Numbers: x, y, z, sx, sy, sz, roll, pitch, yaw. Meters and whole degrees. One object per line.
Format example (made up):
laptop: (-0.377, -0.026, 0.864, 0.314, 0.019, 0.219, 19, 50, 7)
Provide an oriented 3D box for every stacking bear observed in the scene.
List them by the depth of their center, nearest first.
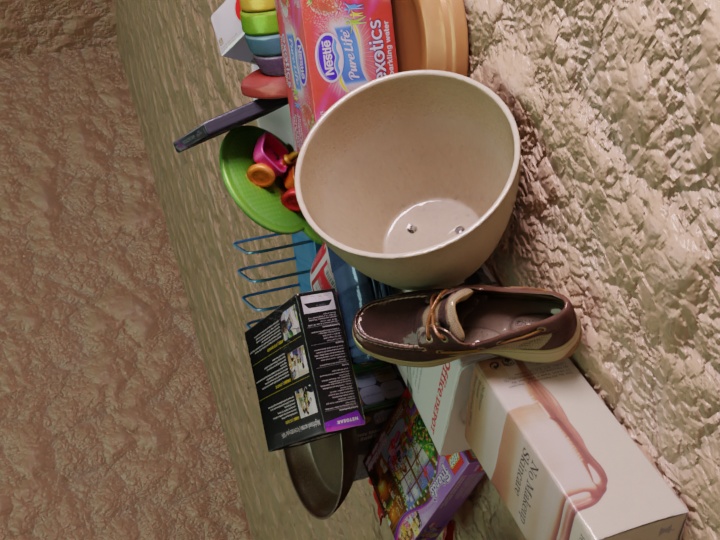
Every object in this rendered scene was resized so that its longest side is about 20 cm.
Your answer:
stacking bear: (-0.089, -0.304, 1.088, 0.114, 0.121, 0.201, 24, 135, 51)

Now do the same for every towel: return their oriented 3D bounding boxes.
towel: (0.000, -0.004, 1.024, 0.112, 0.048, 0.201, 153, 106, -74)

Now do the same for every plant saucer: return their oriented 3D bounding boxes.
plant saucer: (0.051, -0.240, 1.002, 0.200, 0.037, 0.201, 168, 90, -73)
plant saucer: (-0.048, 0.195, 1.182, 0.200, 0.036, 0.202, 174, 90, -66)

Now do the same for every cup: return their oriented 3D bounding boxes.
cup: (0.055, -0.061, 0.903, 0.143, 0.199, 0.201, 63, -178, -56)

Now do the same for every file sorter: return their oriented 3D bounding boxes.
file sorter: (-0.125, 0.042, 1.595, 0.139, 0.122, 0.201, -156, 56, -68)

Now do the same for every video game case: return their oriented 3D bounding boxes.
video game case: (-0.149, -0.190, 1.219, 0.019, 0.142, 0.200, 66, 161, -10)

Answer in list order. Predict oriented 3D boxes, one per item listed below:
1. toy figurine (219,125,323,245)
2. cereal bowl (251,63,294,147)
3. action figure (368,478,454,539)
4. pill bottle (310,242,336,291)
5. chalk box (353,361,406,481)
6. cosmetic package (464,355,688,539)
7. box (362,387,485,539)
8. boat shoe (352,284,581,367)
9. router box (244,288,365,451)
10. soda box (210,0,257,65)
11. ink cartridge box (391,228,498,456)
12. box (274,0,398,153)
toy figurine: (-0.036, -0.135, 1.174, 0.184, 0.200, 0.151, -30, 35, 36)
cereal bowl: (-0.082, -0.236, 1.337, 0.200, 0.083, 0.201, 167, 90, -71)
action figure: (0.055, 0.309, 1.303, 0.200, 0.065, 0.052, -149, 70, -66)
pill bottle: (0.000, 0.000, 1.188, 0.200, 0.112, 0.113, 130, 126, -71)
chalk box: (0.004, 0.160, 1.268, 0.201, 0.124, 0.124, 97, 154, -43)
cosmetic package: (0.169, 0.167, 0.814, 0.200, 0.087, 0.104, -123, 28, -48)
box: (0.074, 0.222, 1.150, 0.137, 0.039, 0.201, 64, 143, 36)
boat shoe: (0.083, 0.039, 0.828, 0.072, 0.199, 0.073, 57, -140, -58)
router box: (-0.069, 0.117, 1.107, 0.200, 0.051, 0.150, -34, 66, 63)
soda box: (-0.095, -0.335, 1.197, 0.200, 0.068, 0.064, -34, 65, 38)
ink cartridge box: (0.089, 0.063, 1.001, 0.145, 0.084, 0.200, 96, 157, -44)
box: (-0.023, -0.223, 1.020, 0.095, 0.099, 0.201, -149, 50, -67)
